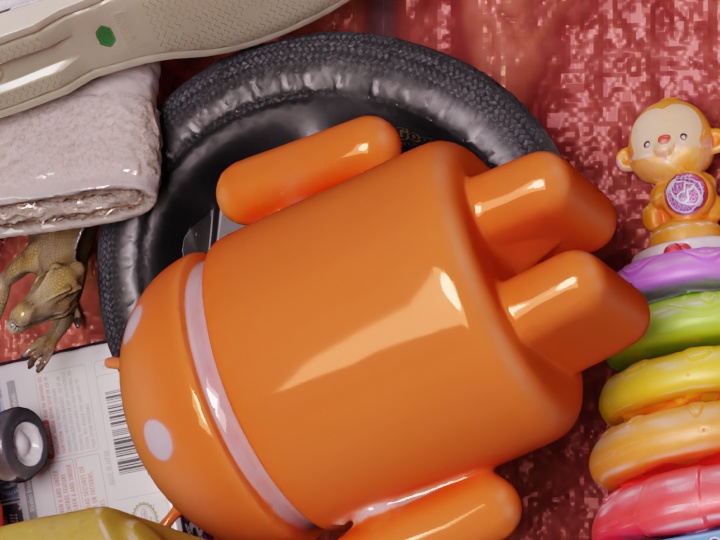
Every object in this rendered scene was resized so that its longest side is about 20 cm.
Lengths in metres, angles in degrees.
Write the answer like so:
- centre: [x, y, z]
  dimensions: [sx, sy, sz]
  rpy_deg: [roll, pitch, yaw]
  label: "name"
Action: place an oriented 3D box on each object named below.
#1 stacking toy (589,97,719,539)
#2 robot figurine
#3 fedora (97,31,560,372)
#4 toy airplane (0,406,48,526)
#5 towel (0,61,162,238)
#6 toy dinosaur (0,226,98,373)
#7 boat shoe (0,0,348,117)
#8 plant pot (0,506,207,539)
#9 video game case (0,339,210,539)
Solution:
- centre: [0.131, 0.028, 1.026]
  dimensions: [0.115, 0.110, 0.201]
  rpy_deg: [-12, 74, 21]
  label: "stacking toy"
- centre: [0.000, 0.030, 0.952]
  dimensions: [0.199, 0.117, 0.144]
  rpy_deg: [-24, 105, 18]
  label: "robot figurine"
- centre: [0.000, 0.000, 1.064]
  dimensions: [0.199, 0.092, 0.202]
  rpy_deg: [0, 89, 20]
  label: "fedora"
- centre: [-0.179, 0.157, 1.057]
  dimensions: [0.199, 0.141, 0.201]
  rpy_deg: [41, 113, 22]
  label: "toy airplane"
- centre: [-0.170, -0.071, 1.067]
  dimensions: [0.199, 0.035, 0.133]
  rpy_deg: [-8, 60, 15]
  label: "towel"
- centre: [-0.124, -0.026, 1.116]
  dimensions: [0.058, 0.201, 0.101]
  rpy_deg: [18, 130, -20]
  label: "toy dinosaur"
- centre: [-0.084, -0.116, 1.010]
  dimensions: [0.199, 0.072, 0.068]
  rpy_deg: [-16, 61, -7]
  label: "boat shoe"
- centre: [-0.091, 0.191, 0.877]
  dimensions: [0.200, 0.195, 0.195]
  rpy_deg: [-47, 50, 17]
  label: "plant pot"
- centre: [-0.147, 0.140, 1.141]
  dimensions: [0.180, 0.036, 0.201]
  rpy_deg: [-13, 85, 18]
  label: "video game case"
